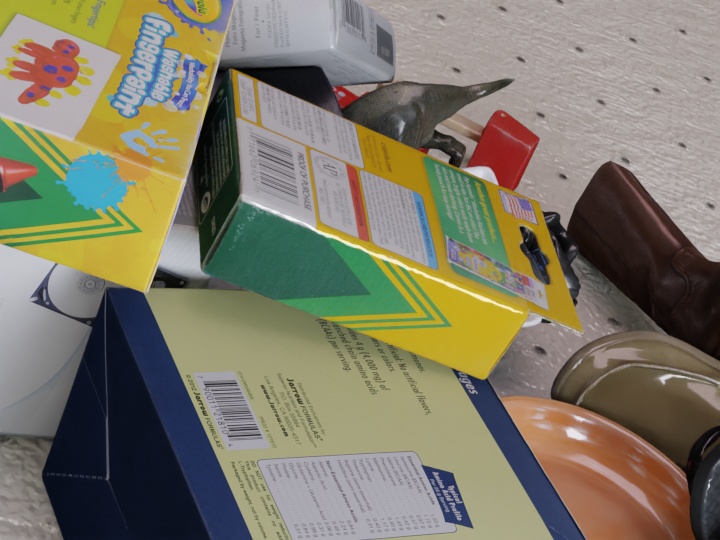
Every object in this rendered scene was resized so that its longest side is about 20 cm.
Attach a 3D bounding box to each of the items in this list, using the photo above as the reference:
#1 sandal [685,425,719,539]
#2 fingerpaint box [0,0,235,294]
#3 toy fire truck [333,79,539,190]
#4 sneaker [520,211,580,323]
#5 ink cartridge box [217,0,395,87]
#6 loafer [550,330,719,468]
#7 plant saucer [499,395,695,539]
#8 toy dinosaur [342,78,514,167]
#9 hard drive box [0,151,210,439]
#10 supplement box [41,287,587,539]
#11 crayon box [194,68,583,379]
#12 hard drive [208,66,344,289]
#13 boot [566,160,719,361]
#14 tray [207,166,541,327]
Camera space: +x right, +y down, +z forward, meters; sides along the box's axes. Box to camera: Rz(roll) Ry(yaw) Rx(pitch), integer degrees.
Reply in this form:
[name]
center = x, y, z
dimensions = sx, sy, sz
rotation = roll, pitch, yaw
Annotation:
[sandal]
center = 0.235, 0.125, 1.018
dimensions = 0.048, 0.076, 0.200
rotation = 21, 12, 32
[fingerpaint box]
center = -0.158, -0.096, 0.823
dimensions = 0.165, 0.074, 0.201
rotation = 18, 34, -9
[toy fire truck]
center = 0.026, -0.116, 1.281
dimensions = 0.199, 0.049, 0.141
rotation = 34, 33, 14
[sneaker]
center = 0.079, 0.020, 1.057
dimensions = 0.077, 0.110, 0.200
rotation = 61, 31, -11
[ink cartridge box]
center = -0.089, -0.146, 1.101
dimensions = 0.197, 0.058, 0.162
rotation = 0, -1, 14
[loafer]
center = 0.219, 0.094, 1.094
dimensions = 0.198, 0.077, 0.068
rotation = 11, 29, -21
[plant saucer]
center = 0.129, 0.156, 0.984
dimensions = 0.198, 0.038, 0.201
rotation = 18, 33, -12
[toy dinosaur]
center = 0.014, -0.087, 1.158
dimensions = 0.102, 0.198, 0.078
rotation = 49, 29, -37
[hard drive box]
center = -0.191, 0.005, 0.871
dimensions = 0.198, 0.157, 0.077
rotation = 7, 37, -25
[supplement box]
center = -0.027, 0.123, 0.835
dimensions = 0.198, 0.135, 0.201
rotation = 2, 40, -32
[crayon box]
center = 0.011, -0.019, 0.874
dimensions = 0.198, 0.052, 0.126
rotation = 21, 30, -21
[hard drive]
center = -0.055, -0.036, 1.007
dimensions = 0.133, 0.042, 0.202
rotation = -4, 62, -18
[boot]
center = 0.222, -0.026, 1.173
dimensions = 0.064, 0.188, 0.201
rotation = -14, 51, -25
[tray]
center = 0.000, 0.000, 0.964
dimensions = 0.198, 0.022, 0.108
rotation = -8, 66, -20
